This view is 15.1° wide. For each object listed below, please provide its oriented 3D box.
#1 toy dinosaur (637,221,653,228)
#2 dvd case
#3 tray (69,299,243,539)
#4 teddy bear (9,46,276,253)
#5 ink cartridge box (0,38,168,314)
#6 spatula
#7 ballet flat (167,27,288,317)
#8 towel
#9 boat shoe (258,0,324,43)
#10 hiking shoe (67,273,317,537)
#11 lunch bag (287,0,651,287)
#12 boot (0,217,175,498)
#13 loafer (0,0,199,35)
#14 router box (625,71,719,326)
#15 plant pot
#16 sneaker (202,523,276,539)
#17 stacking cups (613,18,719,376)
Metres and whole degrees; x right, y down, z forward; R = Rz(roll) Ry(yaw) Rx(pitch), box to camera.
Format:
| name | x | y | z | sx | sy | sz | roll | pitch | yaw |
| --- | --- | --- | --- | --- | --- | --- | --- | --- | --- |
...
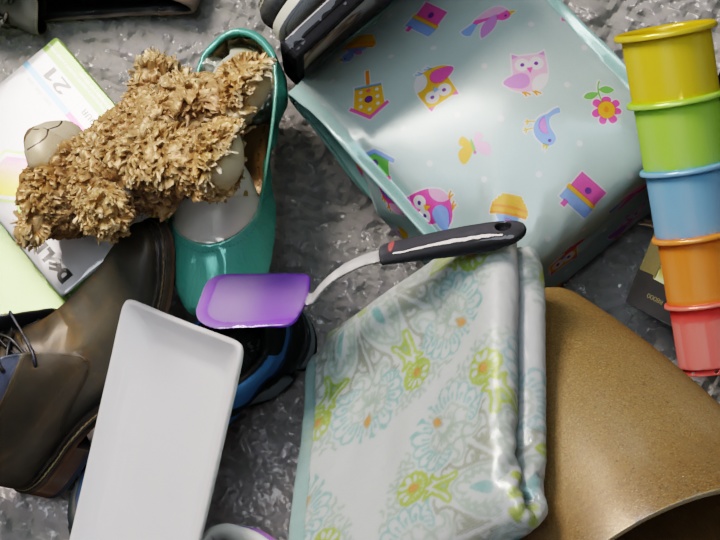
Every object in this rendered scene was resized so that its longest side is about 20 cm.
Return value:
| name | x | y | z | sx | sy | sz | roll | pitch | yaw |
| --- | --- | --- | --- | --- | --- | --- | --- | --- | --- |
| toy dinosaur | 0.278 | -0.062 | 1.634 | 0.200 | 0.060 | 0.106 | -45 | 40 | -5 |
| dvd case | 0.009 | -0.170 | 1.633 | 0.143 | 0.200 | 0.018 | -43 | 91 | -1 |
| tray | -0.118 | 0.126 | 1.570 | 0.107 | 0.022 | 0.201 | 19 | 99 | 42 |
| teddy bear | -0.131 | -0.073 | 1.573 | 0.200 | 0.067 | 0.145 | 3 | 62 | 51 |
| ink cartridge box | -0.216 | -0.021 | 1.702 | 0.200 | 0.076 | 0.148 | -40 | 68 | -5 |
| spatula | 0.000 | 0.000 | 1.527 | 0.199 | 0.021 | 0.057 | -16 | 29 | 21 |
| ballet flat | -0.083 | -0.064 | 1.623 | 0.067 | 0.070 | 0.201 | -1 | 55 | 11 |
| towel | 0.031 | 0.088 | 1.514 | 0.171 | 0.048 | 0.200 | -34 | 40 | 37 |
| boat shoe | -0.037 | -0.192 | 1.668 | 0.068 | 0.200 | 0.072 | 37 | 113 | -5 |
| hiking shoe | -0.113 | 0.083 | 1.636 | 0.074 | 0.087 | 0.200 | 36 | 81 | 22 |
| lunch bag | 0.075 | -0.088 | 1.642 | 0.170 | 0.122 | 0.200 | -40 | 73 | -3 |
| boot | -0.187 | 0.049 | 1.612 | 0.200 | 0.097 | 0.075 | -61 | 39 | 20 |
| loafer | -0.200 | -0.183 | 1.763 | 0.199 | 0.072 | 0.063 | -11 | 74 | 6 |
| router box | 0.274 | -0.011 | 1.571 | 0.200 | 0.052 | 0.158 | 26 | 108 | 20 |
| plant pot | 0.131 | 0.112 | 1.541 | 0.186 | 0.187 | 0.200 | -31 | 53 | 0 |
| sneaker | -0.021 | 0.221 | 1.554 | 0.200 | 0.114 | 0.073 | 38 | 80 | 20 |
| stacking cups | 0.192 | -0.041 | 1.545 | 0.060 | 0.061 | 0.201 | -11 | 96 | 8 |
